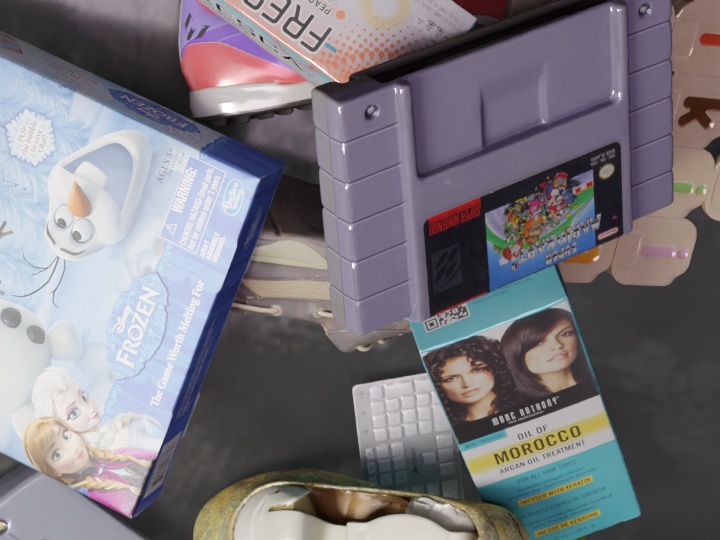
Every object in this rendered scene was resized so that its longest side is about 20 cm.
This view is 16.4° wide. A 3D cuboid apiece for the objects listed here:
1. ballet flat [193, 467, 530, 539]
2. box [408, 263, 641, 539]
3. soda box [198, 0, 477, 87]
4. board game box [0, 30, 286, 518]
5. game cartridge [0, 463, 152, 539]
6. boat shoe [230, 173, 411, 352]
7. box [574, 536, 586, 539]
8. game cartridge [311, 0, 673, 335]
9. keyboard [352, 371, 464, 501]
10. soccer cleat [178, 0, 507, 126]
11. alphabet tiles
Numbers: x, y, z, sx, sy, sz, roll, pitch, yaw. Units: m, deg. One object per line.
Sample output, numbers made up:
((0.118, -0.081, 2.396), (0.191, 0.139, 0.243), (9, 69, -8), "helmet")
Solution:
((-0.009, 0.142, 1.345), (0.200, 0.071, 0.071), (3, 114, 22), "ballet flat")
((0.088, 0.071, 1.327), (0.082, 0.049, 0.200), (-20, 138, 4), "box")
((-0.040, -0.148, 1.221), (0.200, 0.064, 0.068), (36, 86, 3), "soda box")
((-0.164, -0.004, 1.285), (0.199, 0.043, 0.200), (25, 110, 11), "board game box")
((-0.200, 0.209, 1.377), (0.133, 0.042, 0.200), (39, 84, -18), "game cartridge")
((0.000, 0.000, 1.331), (0.200, 0.075, 0.073), (13, 128, -8), "boat shoe")
((0.039, 0.199, 1.368), (0.200, 0.122, 0.048), (-8, 114, -7), "box")
((0.070, -0.056, 1.208), (0.200, 0.038, 0.130), (-23, 119, -28), "game cartridge")
((0.033, 0.150, 1.418), (0.056, 0.011, 0.200), (-7, 113, -2), "keyboard")
((0.006, -0.126, 1.279), (0.200, 0.068, 0.073), (-12, 95, -3), "soccer cleat")
((0.148, -0.086, 1.302), (0.195, 0.015, 0.200), (2, 113, -26), "alphabet tiles")
